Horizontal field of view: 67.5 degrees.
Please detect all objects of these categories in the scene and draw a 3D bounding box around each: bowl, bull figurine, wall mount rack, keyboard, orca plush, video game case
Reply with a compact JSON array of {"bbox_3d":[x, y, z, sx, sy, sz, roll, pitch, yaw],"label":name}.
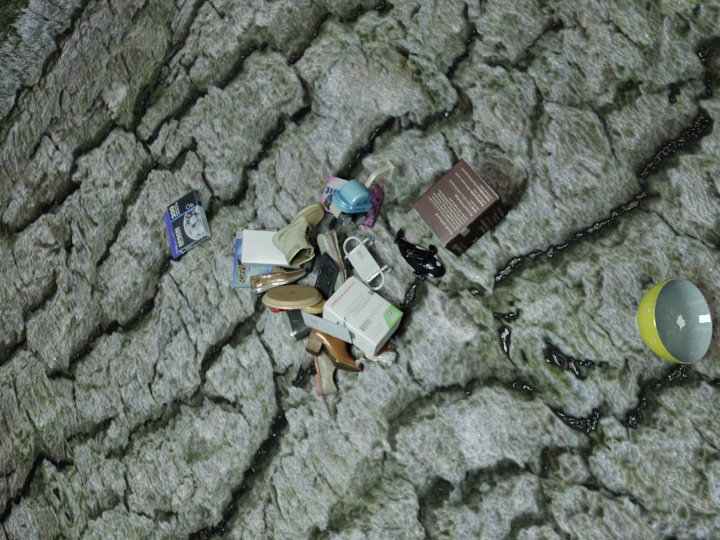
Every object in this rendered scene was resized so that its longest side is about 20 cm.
[{"bbox_3d":[0.736,0.125,1.304,0.107,0.196,0.205,156,115,-65],"label":"bowl"},{"bbox_3d":[0.025,0.221,1.647,0.119,0.066,0.202,-17,59,-22],"label":"bull figurine"},{"bbox_3d":[0.000,0.000,1.709,0.173,0.074,0.201,-39,66,11],"label":"wall mount rack"},{"bbox_3d":[-0.104,0.169,1.627,0.198,0.057,0.011,16,48,39],"label":"keyboard"},{"bbox_3d":[0.171,-0.053,1.633,0.105,0.071,0.202,-40,67,14],"label":"orca plush"},{"bbox_3d":[-0.363,-0.041,1.900,0.178,0.045,0.205,-2,81,26],"label":"video game case"},{"bbox_3d":[-0.128,0.015,1.723,0.127,0.020,0.202,48,143,24],"label":"keyboard"}]

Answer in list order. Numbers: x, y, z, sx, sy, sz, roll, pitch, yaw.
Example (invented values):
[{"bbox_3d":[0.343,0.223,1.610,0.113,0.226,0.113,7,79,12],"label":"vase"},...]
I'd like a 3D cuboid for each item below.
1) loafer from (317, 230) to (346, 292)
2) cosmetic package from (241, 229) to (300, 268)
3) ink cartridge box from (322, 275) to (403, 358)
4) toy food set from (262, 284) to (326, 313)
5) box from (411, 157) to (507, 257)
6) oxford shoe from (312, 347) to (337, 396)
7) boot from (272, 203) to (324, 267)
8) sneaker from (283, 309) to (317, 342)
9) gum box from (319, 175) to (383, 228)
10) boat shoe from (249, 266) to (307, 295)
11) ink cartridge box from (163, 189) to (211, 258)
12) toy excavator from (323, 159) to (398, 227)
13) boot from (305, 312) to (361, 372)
[{"bbox_3d":[-0.074,-0.027,1.694,0.071,0.062,0.204,1,112,55],"label":"loafer"},{"bbox_3d":[-0.295,-0.071,1.809,0.195,0.081,0.115,5,82,-1],"label":"cosmetic package"},{"bbox_3d":[0.005,0.136,1.612,0.199,0.085,0.146,35,58,16],"label":"ink cartridge box"},{"bbox_3d":[-0.211,0.092,1.695,0.198,0.196,0.050,-144,51,-64],"label":"toy food set"},{"bbox_3d":[0.287,-0.176,1.546,0.200,0.165,0.165,-42,68,13],"label":"box"},{"bbox_3d":[-0.113,0.296,1.725,0.073,0.071,0.204,-6,76,-3],"label":"oxford shoe"},{"bbox_3d":[-0.174,-0.111,1.706,0.199,0.072,0.155,-39,43,-3],"label":"boot"},{"bbox_3d":[-0.201,0.132,1.790,0.104,0.075,0.203,-22,62,-1],"label":"sneaker"},{"bbox_3d":[-0.028,-0.223,1.759,0.197,0.066,0.116,20,89,26],"label":"gum box"},{"bbox_3d":[-0.273,0.020,1.783,0.196,0.076,0.073,-18,84,-15],"label":"boat shoe"},{"bbox_3d":[-0.681,-0.178,2.075,0.198,0.043,0.201,-27,71,20],"label":"ink cartridge box"},{"bbox_3d":[0.011,-0.243,1.644,0.100,0.192,0.201,52,129,24],"label":"toy excavator"},{"bbox_3d":[-0.063,0.221,1.703,0.197,0.077,0.157,23,61,4],"label":"boot"}]
